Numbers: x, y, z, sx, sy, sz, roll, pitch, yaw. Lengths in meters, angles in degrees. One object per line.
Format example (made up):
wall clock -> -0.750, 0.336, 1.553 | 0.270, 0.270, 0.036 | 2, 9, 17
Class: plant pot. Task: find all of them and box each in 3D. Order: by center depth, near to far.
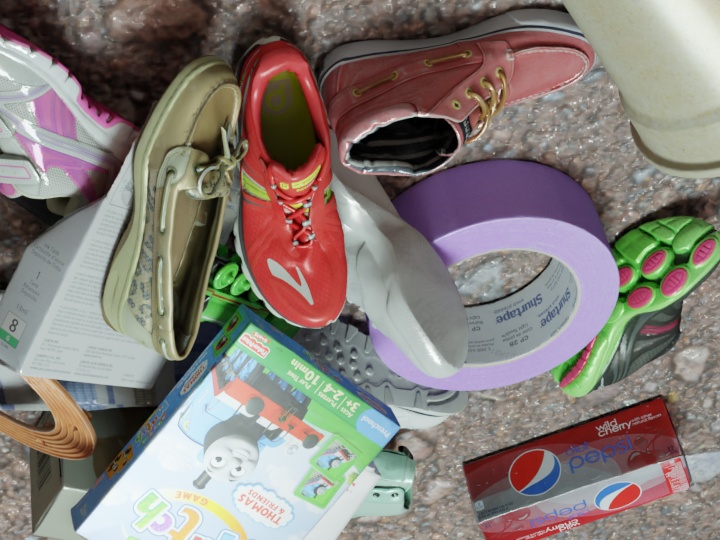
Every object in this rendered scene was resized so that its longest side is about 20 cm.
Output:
plant pot -> 0.201, -0.192, 0.959 | 0.200, 0.201, 0.183 | -35, 122, 23

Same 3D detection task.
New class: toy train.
toy train -> -0.087, 0.021, 1.148 | 0.056, 0.042, 0.200 | -51, 159, 5

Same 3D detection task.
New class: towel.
towel -> -0.203, 0.061, 1.214 | 0.199, 0.024, 0.147 | -1, 140, -2

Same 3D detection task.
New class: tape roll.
tape roll -> 0.099, 0.007, 1.224 | 0.199, 0.066, 0.201 | -7, 137, -7

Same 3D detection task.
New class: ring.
ring -> -0.276, 0.073, 1.154 | 0.200, 0.019, 0.201 | 26, 151, 15

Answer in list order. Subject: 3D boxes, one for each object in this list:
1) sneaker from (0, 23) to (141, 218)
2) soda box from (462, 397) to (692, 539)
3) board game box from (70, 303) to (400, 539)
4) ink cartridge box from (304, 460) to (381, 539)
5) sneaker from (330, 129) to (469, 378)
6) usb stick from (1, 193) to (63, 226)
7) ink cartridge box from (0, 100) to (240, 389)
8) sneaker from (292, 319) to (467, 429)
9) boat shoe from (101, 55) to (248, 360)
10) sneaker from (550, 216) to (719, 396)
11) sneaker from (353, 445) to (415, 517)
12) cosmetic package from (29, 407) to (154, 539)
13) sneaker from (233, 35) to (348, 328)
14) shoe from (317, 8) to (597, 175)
sneaker -> -0.217, -0.094, 1.000 | 0.088, 0.081, 0.200 | -53, 131, -4
soda box -> 0.201, 0.191, 1.443 | 0.199, 0.070, 0.064 | -19, 137, 8
board game box -> -0.090, 0.145, 1.136 | 0.151, 0.037, 0.200 | 36, 100, -27
ink cartridge box -> -0.102, 0.189, 1.221 | 0.145, 0.084, 0.200 | 30, 102, -26
sneaker -> 0.000, 0.000, 1.126 | 0.088, 0.200, 0.075 | -37, 173, 31
usb stick -> -0.177, -0.028, 1.139 | 0.055, 0.033, 0.200 | -33, 135, 20
ink cartridge box -> -0.158, -0.017, 1.072 | 0.201, 0.050, 0.161 | -64, 153, 4
sneaker -> -0.011, 0.094, 1.290 | 0.199, 0.077, 0.080 | 20, 149, -24
boat shoe -> -0.110, -0.040, 1.011 | 0.073, 0.063, 0.201 | -16, 130, -53
sneaker -> 0.232, 0.026, 1.285 | 0.083, 0.077, 0.200 | -1, 143, -40
sneaker -> -0.017, 0.150, 1.322 | 0.118, 0.074, 0.201 | -6, 146, 17
cosmetic package -> -0.173, 0.178, 1.312 | 0.199, 0.106, 0.071 | 14, 131, -29
sneaker -> -0.049, -0.055, 1.036 | 0.077, 0.085, 0.201 | -12, 99, -9
shoe -> 0.074, -0.117, 1.062 | 0.199, 0.091, 0.072 | -8, 138, -5
